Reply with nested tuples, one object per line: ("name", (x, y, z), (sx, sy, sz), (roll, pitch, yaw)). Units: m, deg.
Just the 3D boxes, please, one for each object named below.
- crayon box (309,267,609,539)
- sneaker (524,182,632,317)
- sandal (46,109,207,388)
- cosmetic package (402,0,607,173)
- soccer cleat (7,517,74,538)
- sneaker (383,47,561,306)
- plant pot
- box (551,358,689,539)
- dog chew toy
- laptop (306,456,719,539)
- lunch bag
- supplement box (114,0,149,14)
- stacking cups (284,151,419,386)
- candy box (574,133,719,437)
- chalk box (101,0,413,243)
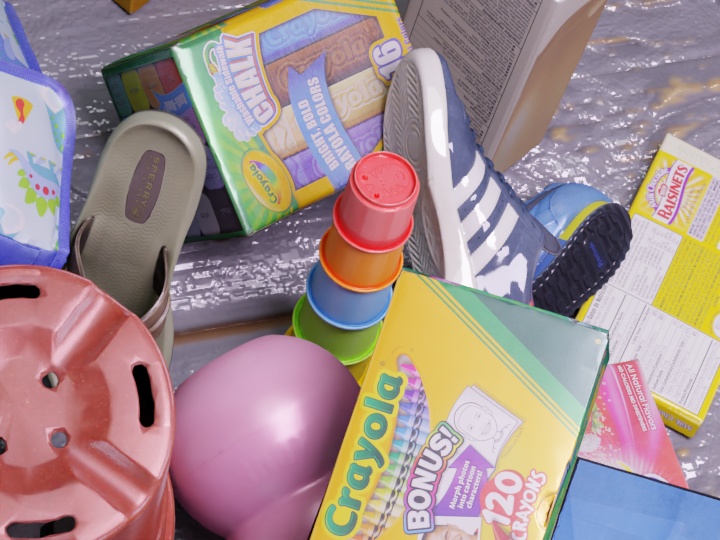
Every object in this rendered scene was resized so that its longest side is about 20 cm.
("crayon box", (0.047, 0.113, 1.232), (0.118, 0.058, 0.201), (17, 79, 10))
("sneaker", (0.082, 0.015, 1.478), (0.200, 0.066, 0.078), (-41, 42, -22))
("sandal", (-0.141, 0.005, 1.356), (0.079, 0.202, 0.057), (12, 20, -3))
("cosmetic package", (0.087, -0.156, 1.492), (0.071, 0.200, 0.105), (-35, 73, -30))
("soccer cleat", (-0.183, 0.162, 1.310), (0.085, 0.069, 0.201), (32, 61, 2))
("sneaker", (0.072, -0.037, 1.397), (0.084, 0.075, 0.202), (-11, 93, -21))
("plant pot", (-0.180, 0.099, 1.191), (0.199, 0.195, 0.202), (4, 69, -11))
("box", (0.141, 0.165, 1.368), (0.102, 0.095, 0.201), (-8, 61, -18))
("dog chew toy", (-0.030, 0.140, 1.332), (0.124, 0.125, 0.201), (-25, 79, -26))
("laptop", (0.078, 0.176, 1.249), (0.199, 0.116, 0.189), (25, 79, -18))
("lunch bag", (-0.265, -0.088, 1.354), (0.169, 0.128, 0.201), (18, 35, -42))
("supplement box", (-0.153, -0.324, 1.578), (0.200, 0.133, 0.197), (40, 58, 12))
("stacking cups", (0.000, 0.000, 1.373), (0.060, 0.200, 0.061), (7, 55, -10))
("candy box", (0.209, 0.007, 1.525), (0.102, 0.026, 0.201), (26, 56, 6))
("chalk box", (-0.073, -0.095, 1.436), (0.199, 0.124, 0.125), (-26, 101, -27))
